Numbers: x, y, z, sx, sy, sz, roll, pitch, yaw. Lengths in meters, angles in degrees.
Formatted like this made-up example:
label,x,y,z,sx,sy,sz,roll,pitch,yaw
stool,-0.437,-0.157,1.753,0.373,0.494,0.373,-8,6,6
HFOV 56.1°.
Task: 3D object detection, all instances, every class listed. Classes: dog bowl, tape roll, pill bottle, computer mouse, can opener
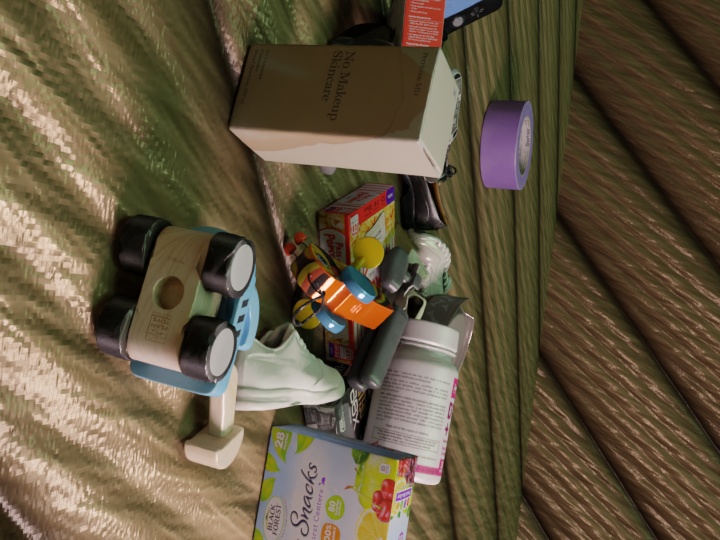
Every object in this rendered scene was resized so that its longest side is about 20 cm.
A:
label,x,y,z,sx,sy,sz,roll,pitch,yaw
dog bowl,0.130,0.133,1.143,0.200,0.058,0.203,-47,148,-41
tape roll,0.345,-0.294,1.582,0.199,0.083,0.205,8,90,-66
pill bottle,0.071,0.174,0.914,0.113,0.111,0.204,35,64,-64
computer mouse,0.141,-0.249,1.176,0.109,0.043,0.204,-38,136,-53
can opener,0.026,0.057,0.887,0.067,0.053,0.202,43,52,-23

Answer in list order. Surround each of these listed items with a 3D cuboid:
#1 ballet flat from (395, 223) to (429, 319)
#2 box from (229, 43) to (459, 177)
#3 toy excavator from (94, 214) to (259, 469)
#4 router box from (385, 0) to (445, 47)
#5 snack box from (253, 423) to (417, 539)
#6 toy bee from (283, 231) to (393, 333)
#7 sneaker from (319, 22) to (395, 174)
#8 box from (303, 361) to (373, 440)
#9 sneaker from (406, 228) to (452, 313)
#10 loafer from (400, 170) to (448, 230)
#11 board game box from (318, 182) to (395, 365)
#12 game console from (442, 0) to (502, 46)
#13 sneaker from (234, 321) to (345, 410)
label,x,y,z,sx,sy,sz,roll,pitch,yaw
ballet flat,0.069,0.031,1.046,0.068,0.071,0.205,18,80,-68
box,-0.015,-0.152,0.638,0.078,0.196,0.097,35,65,-63
toy excavator,-0.131,0.071,0.582,0.200,0.098,0.199,47,55,-71
router box,0.060,-0.255,0.860,0.200,0.048,0.184,-138,-127,-83
snack box,-0.035,0.293,0.761,0.067,0.165,0.205,21,79,-62
toy bee,-0.032,0.004,0.758,0.130,0.109,0.201,-34,158,-5
sneaker,-0.012,-0.197,0.811,0.116,0.074,0.202,80,32,-53
box,-0.014,0.219,0.935,0.158,0.049,0.204,-47,138,-54
sneaker,0.109,0.006,1.138,0.082,0.074,0.201,-60,151,-24
loafer,0.103,-0.158,1.072,0.073,0.071,0.204,-50,140,-49
board game box,0.000,0.000,0.909,0.151,0.045,0.204,-40,133,-57
game console,0.138,-0.398,1.040,0.200,0.173,0.119,39,33,-64
sneaker,-0.074,0.103,0.747,0.199,0.074,0.091,14,73,-66
